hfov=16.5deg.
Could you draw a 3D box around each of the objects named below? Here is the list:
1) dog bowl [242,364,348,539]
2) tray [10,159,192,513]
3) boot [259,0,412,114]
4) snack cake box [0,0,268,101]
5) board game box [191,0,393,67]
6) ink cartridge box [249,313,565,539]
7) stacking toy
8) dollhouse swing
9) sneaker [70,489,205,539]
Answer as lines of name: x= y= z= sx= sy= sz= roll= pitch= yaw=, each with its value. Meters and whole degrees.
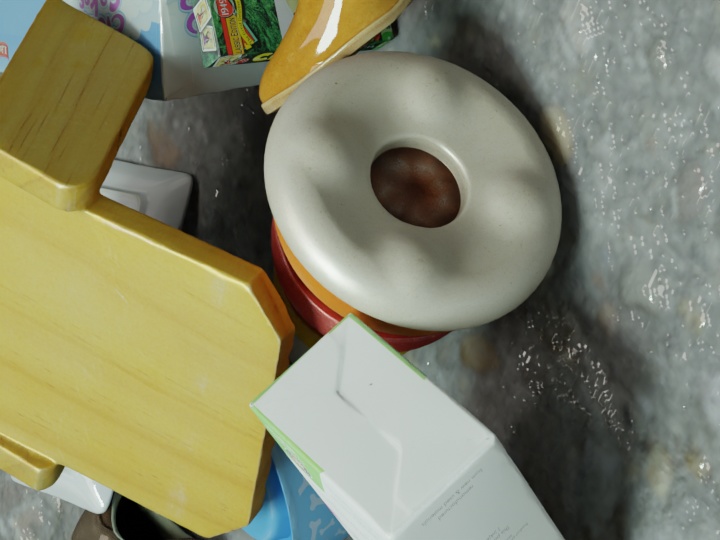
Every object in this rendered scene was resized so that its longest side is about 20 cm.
dog bowl: x=-0.065 y=0.088 z=1.315 sx=0.200 sy=0.049 sz=0.112 roll=32 pitch=135 yaw=54
tray: x=-0.158 y=0.033 z=1.444 sx=0.107 sy=0.022 sz=0.201 roll=12 pitch=87 yaw=50
boot: x=-0.018 y=-0.187 z=1.190 sx=0.144 sy=0.071 sz=0.201 roll=45 pitch=109 yaw=-3
snack cake box: x=-0.117 y=-0.140 z=1.343 sx=0.200 sy=0.115 sz=0.068 roll=13 pitch=109 yaw=50
board game box: x=-0.050 y=-0.206 z=1.257 sx=0.023 sy=0.104 sz=0.201 roll=-20 pitch=81 yaw=62
ink cartridge box: x=0.043 y=0.122 z=1.148 sx=0.067 sy=0.200 sz=0.117 roll=-43 pitch=47 yaw=-8
stacking toy: x=0.000 y=0.000 z=1.219 sx=0.147 sy=0.145 sz=0.200 roll=69 pitch=153 yaw=22
dollhouse swing: x=-0.107 y=0.003 z=1.256 sx=0.182 sy=0.175 sz=0.201 roll=-71 pitch=-6 yaw=-51
sneaker: x=-0.104 y=0.191 z=1.381 sx=0.200 sy=0.070 sz=0.076 roll=50 pitch=127 yaw=37
